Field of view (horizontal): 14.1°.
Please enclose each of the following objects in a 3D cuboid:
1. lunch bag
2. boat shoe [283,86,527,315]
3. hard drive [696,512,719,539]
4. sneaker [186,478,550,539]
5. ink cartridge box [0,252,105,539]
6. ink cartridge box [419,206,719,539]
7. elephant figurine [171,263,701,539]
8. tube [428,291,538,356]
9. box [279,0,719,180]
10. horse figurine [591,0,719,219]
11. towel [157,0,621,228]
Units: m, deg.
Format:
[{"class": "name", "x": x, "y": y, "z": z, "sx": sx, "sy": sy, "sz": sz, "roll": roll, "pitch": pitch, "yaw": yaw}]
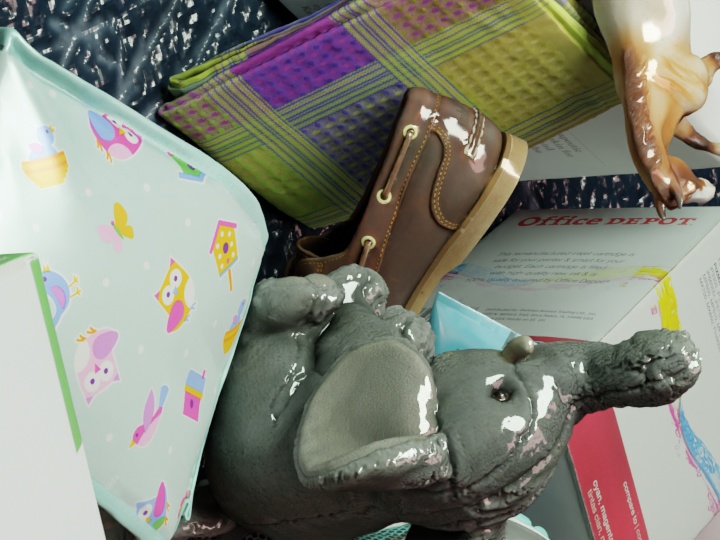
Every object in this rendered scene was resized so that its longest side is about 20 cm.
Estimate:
[{"class": "lunch bag", "x": -0.133, "y": 0.017, "z": 1.245, "sx": 0.200, "sy": 0.122, "sz": 0.170, "roll": 35, "pitch": 62, "yaw": -40}, {"class": "boat shoe", "x": 0.000, "y": 0.000, "z": 1.405, "sx": 0.070, "sy": 0.070, "sz": 0.200, "roll": 26, "pitch": 109, "yaw": -17}, {"class": "hard drive", "x": 0.180, "y": 0.116, "z": 1.714, "sx": 0.132, "sy": 0.027, "sz": 0.200, "roll": 36, "pitch": 61, "yaw": -46}, {"class": "sneaker", "x": 0.004, "y": 0.155, "z": 1.372, "sx": 0.200, "sy": 0.091, "sz": 0.078, "roll": 3, "pitch": 123, "yaw": -14}, {"class": "ink cartridge box", "x": -0.204, "y": 0.074, "z": 1.090, "sx": 0.084, "sy": 0.200, "sz": 0.145, "roll": -30, "pitch": 113, "yaw": -51}, {"class": "ink cartridge box", "x": 0.107, "y": 0.071, "z": 1.526, "sx": 0.200, "sy": 0.145, "sz": 0.145, "roll": -40, "pitch": 121, "yaw": -44}, {"class": "elephant figurine", "x": 0.027, "y": 0.075, "z": 1.278, "sx": 0.141, "sy": 0.200, "sz": 0.155, "roll": 3, "pitch": 103, "yaw": -36}, {"class": "tube", "x": 0.039, "y": 0.102, "z": 1.426, "sx": 0.050, "sy": 0.077, "sz": 0.200, "roll": -62, "pitch": 176, "yaw": -52}, {"class": "box", "x": 0.098, "y": -0.178, "z": 1.494, "sx": 0.199, "sy": 0.171, "sz": 0.200, "roll": 41, "pitch": 57, "yaw": -43}, {"class": "horse figurine", "x": 0.143, "y": -0.125, "z": 1.363, "sx": 0.133, "sy": 0.050, "sz": 0.200, "roll": -10, "pitch": 90, "yaw": -55}, {"class": "towel", "x": 0.022, "y": -0.088, "z": 1.390, "sx": 0.144, "sy": 0.200, "sz": 0.023, "roll": 38, "pitch": 37, "yaw": -43}]
